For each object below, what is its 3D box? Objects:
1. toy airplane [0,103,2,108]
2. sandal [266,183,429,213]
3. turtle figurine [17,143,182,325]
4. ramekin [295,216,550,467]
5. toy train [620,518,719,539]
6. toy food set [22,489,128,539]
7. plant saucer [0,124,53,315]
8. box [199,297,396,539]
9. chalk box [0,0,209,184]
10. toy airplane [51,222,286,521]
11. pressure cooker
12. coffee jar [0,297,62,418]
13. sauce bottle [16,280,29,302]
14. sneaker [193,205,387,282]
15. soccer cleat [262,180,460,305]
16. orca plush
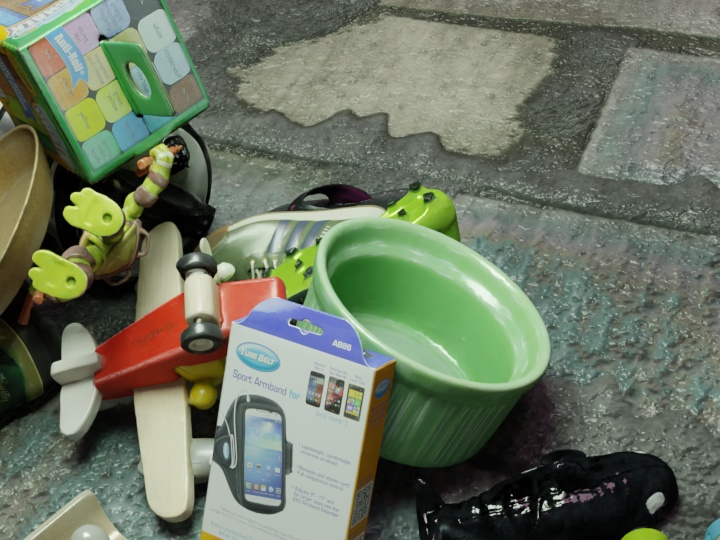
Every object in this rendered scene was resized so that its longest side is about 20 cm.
[{"bbox_3d":[-0.375,-0.184,1.231,0.195,0.143,0.202,-8,40,-4],"label":"toy airplane"},{"bbox_3d":[-0.017,-0.061,1.117,0.197,0.049,0.076,-11,40,-8],"label":"sandal"},{"bbox_3d":[-0.205,-0.015,0.869,0.200,0.064,0.161,-44,5,3],"label":"turtle figurine"},{"bbox_3d":[0.040,0.058,0.882,0.197,0.099,0.201,20,31,-12],"label":"ramekin"},{"bbox_3d":[0.192,0.219,0.744,0.196,0.086,0.116,-4,30,2],"label":"toy train"},{"bbox_3d":[-0.176,0.247,0.764,0.198,0.061,0.143,27,49,33],"label":"toy food set"},{"bbox_3d":[-0.301,-0.020,0.911,0.199,0.035,0.203,-34,42,36],"label":"plant saucer"},{"bbox_3d":[-0.045,0.122,0.796,0.117,0.204,0.041,16,12,24],"label":"box"},{"bbox_3d":[-0.212,-0.160,0.893,0.123,0.126,0.199,-36,35,-20],"label":"chalk box"},{"bbox_3d":[-0.150,0.076,0.915,0.198,0.140,0.202,24,86,43],"label":"toy airplane"},{"bbox_3d":[-0.241,-0.087,1.074,0.198,0.181,0.175,27,46,34],"label":"pressure cooker"},{"bbox_3d":[-0.346,0.099,0.938,0.103,0.086,0.199,21,47,39],"label":"coffee jar"},{"bbox_3d":[-0.387,0.061,1.007,0.065,0.067,0.199,27,48,33],"label":"sauce bottle"},{"bbox_3d":[-0.054,-0.006,1.040,0.196,0.068,0.090,-11,36,-9],"label":"sneaker"},{"bbox_3d":[0.000,0.000,0.982,0.198,0.082,0.068,-28,31,-4],"label":"soccer cleat"},{"bbox_3d":[0.138,0.154,0.827,0.196,0.072,0.106,2,40,9],"label":"orca plush"}]
